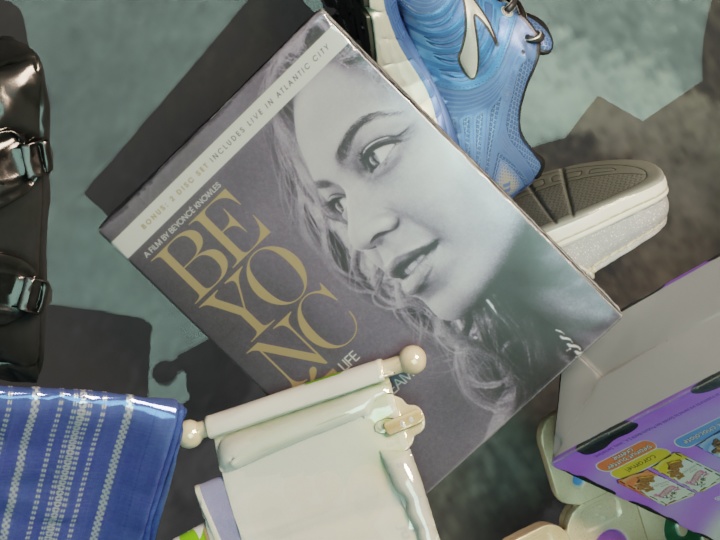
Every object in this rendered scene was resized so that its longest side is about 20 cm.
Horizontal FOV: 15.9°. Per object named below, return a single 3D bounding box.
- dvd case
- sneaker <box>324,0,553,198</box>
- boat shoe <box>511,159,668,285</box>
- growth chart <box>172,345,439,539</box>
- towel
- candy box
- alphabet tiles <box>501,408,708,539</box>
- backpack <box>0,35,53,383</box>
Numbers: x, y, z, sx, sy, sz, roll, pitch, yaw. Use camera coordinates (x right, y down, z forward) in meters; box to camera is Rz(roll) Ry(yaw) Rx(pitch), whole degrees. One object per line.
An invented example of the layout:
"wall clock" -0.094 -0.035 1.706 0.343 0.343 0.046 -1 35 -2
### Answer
"dvd case" 0.000 0.000 1.194 0.149 0.016 0.200 -43 99 14
"sneaker" 0.037 -0.120 1.214 0.089 0.079 0.201 -22 114 -12
"boat shoe" 0.062 0.012 1.244 0.202 0.074 0.065 -30 112 1
"growth chart" -0.018 0.147 1.197 0.144 0.018 0.201 -13 89 12
"towel" -0.188 0.105 1.199 0.199 0.024 0.145 4 135 -16
"candy box" 0.219 0.071 1.206 0.200 0.168 0.072 27 54 -25
"alphabet tiles" 0.161 0.140 1.292 0.200 0.015 0.196 -25 106 -20
"backpack" -0.252 -0.027 1.151 0.199 0.154 0.164 -10 111 -28
